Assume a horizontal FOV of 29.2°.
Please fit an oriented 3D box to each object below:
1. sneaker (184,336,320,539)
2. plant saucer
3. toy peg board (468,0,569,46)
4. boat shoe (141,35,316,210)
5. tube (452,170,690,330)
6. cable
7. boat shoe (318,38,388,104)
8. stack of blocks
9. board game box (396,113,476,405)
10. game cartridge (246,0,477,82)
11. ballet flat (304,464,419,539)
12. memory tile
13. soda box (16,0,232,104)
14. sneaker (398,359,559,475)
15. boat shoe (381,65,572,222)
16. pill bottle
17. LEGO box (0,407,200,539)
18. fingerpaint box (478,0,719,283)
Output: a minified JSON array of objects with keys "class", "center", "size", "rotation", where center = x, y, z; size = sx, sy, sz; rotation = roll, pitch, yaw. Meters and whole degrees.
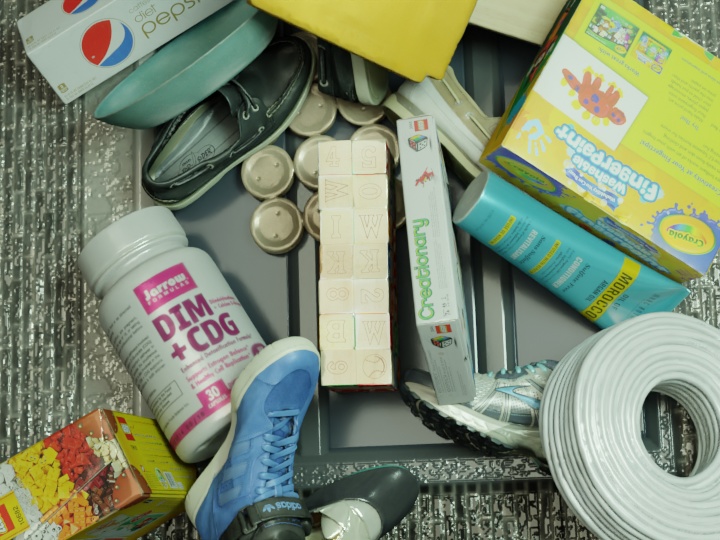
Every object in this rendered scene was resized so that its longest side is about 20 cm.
[{"class":"sneaker","center":[-0.067,0.158,1.091],"size":[0.111,0.076,0.201],"rotation":[50,120,40]},{"class":"plant saucer","center":[-0.143,-0.180,1.207],"size":[0.199,0.200,0.036],"rotation":[-35,110,2]},{"class":"toy peg board","center":[0.134,-0.306,1.201],"size":[0.198,0.098,0.201],"rotation":[14,97,-16]},{"class":"boat shoe","center":[-0.121,-0.138,1.225],"size":[0.199,0.066,0.075],"rotation":[-40,75,1]},{"class":"tube","center":[0.170,-0.009,1.141],"size":[0.199,0.051,0.078],"rotation":[32,127,-12]},{"class":"cable","center":[0.242,0.133,1.097],"size":[0.198,0.069,0.202],"rotation":[-4,73,-22]},{"class":"boat shoe","center":[-0.022,-0.241,1.189],"size":[0.066,0.075,0.201],"rotation":[4,122,25]},{"class":"stack of blocks","center":[0.000,0.000,1.167],"size":[0.058,0.115,0.202],"rotation":[-1,83,5]},{"class":"board game box","center":[0.061,-0.009,1.123],"size":[0.034,0.127,0.201],"rotation":[-9,55,6]},{"class":"game cartridge","center":[0.025,-0.272,1.116],"size":[0.175,0.032,0.201],"rotation":[23,97,-17]},{"class":"ballet flat","center":[-0.040,0.227,1.159],"size":[0.199,0.073,0.074],"rotation":[-22,77,6]},{"class":"memory tile","center":[-0.040,-0.121,1.251],"size":[0.152,0.017,0.202],"rotation":[-11,79,7]},{"class":"soda box","center":[-0.210,-0.241,1.263],"size":[0.199,0.068,0.064],"rotation":[-32,44,2]},{"class":"sneaker","center":[0.131,0.113,1.162],"size":[0.199,0.078,0.087],"rotation":[20,72,5]},{"class":"boat shoe","center":[0.113,-0.102,1.193],"size":[0.200,0.075,0.068],"rotation":[42,84,8]},{"class":"pill bottle","center":[-0.154,0.053,1.188],"size":[0.113,0.113,0.201],"rotation":[-34,77,2]},{"class":"LEGO box","center":[-0.227,0.187,1.133],"size":[0.148,0.200,0.078],"rotation":[-29,77,2]},{"class":"fingerpaint box","center":[0.225,-0.112,1.141],"size":[0.199,0.073,0.168],"rotation":[31,79,-7]}]
